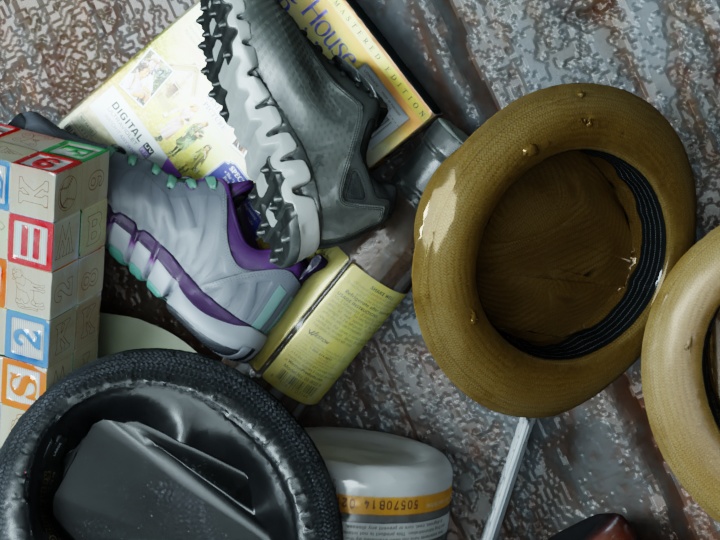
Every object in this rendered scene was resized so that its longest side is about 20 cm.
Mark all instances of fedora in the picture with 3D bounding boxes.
[{"bbox_3d":[0.253,0.057,1.085,0.200,0.082,0.201,1,97,11],"label":"fedora"},{"bbox_3d":[-0.105,0.145,1.074,0.200,0.092,0.201,0,75,-1],"label":"fedora"},{"bbox_3d":[0.095,-0.018,1.078,0.082,0.200,0.201,28,104,51],"label":"fedora"}]

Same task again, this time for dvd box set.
[{"bbox_3d":[-0.072,-0.088,1.166,0.200,0.029,0.146,-39,86,14],"label":"dvd box set"}]

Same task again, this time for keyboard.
[{"bbox_3d":[0.069,0.176,1.150,0.011,0.056,0.200,18,99,9],"label":"keyboard"}]

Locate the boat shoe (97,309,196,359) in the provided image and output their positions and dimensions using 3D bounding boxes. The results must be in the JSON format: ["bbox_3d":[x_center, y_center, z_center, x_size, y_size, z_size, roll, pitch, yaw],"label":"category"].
[{"bbox_3d":[-0.160,0.061,1.178,0.200,0.063,0.071,23,72,13],"label":"boat shoe"}]

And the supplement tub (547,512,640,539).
[{"bbox_3d":[0.157,0.247,1.113,0.107,0.107,0.200,-33,88,13],"label":"supplement tub"}]

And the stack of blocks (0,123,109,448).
[{"bbox_3d":[-0.211,0.021,1.107,0.115,0.059,0.201,13,111,20],"label":"stack of blocks"}]

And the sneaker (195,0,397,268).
[{"bbox_3d":[-0.034,-0.100,1.109,0.090,0.066,0.200,-11,71,-22],"label":"sneaker"}]

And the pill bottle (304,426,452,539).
[{"bbox_3d":[-0.012,0.200,1.140,0.116,0.116,0.201,7,97,11],"label":"pill bottle"}]

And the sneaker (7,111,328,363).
[{"bbox_3d":[-0.113,-0.039,1.134,0.200,0.074,0.088,42,90,7],"label":"sneaker"}]

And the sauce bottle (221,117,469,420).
[{"bbox_3d":[0.000,0.000,1.143,0.065,0.065,0.200,42,103,5],"label":"sauce bottle"}]
